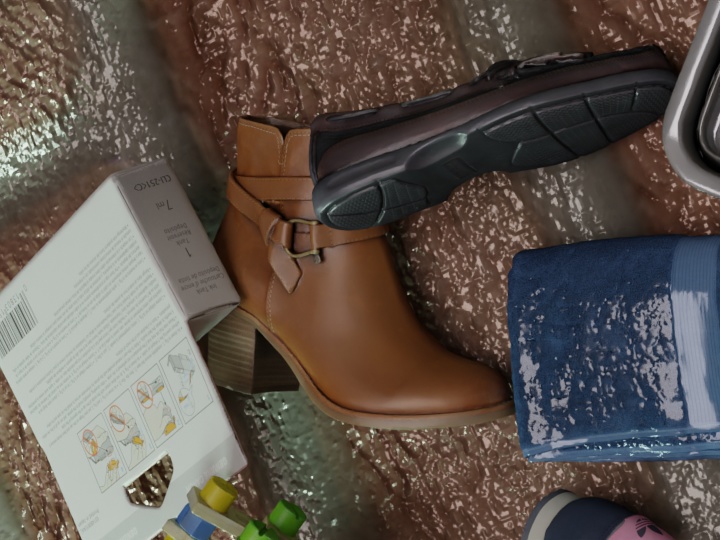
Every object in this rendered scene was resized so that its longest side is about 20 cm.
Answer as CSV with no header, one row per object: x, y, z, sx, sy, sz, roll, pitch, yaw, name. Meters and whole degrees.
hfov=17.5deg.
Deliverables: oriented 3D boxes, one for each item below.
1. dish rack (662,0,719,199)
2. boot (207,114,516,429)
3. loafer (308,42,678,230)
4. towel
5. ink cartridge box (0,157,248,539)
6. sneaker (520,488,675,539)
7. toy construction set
0.255,-0.090,1.091,0.199,0.043,0.172,25,100,27,dish rack
0.000,0.000,1.261,0.199,0.074,0.156,11,99,28,boot
0.062,-0.083,1.195,0.199,0.072,0.063,-20,65,14,loafer
0.166,0.038,1.166,0.199,0.048,0.112,-3,95,33,towel
-0.130,0.059,1.329,0.200,0.045,0.177,-39,74,50,ink cartridge box
0.123,0.218,1.208,0.082,0.070,0.201,8,103,45,sneaker
-0.012,0.184,1.226,0.199,0.131,0.093,19,102,-7,toy construction set
